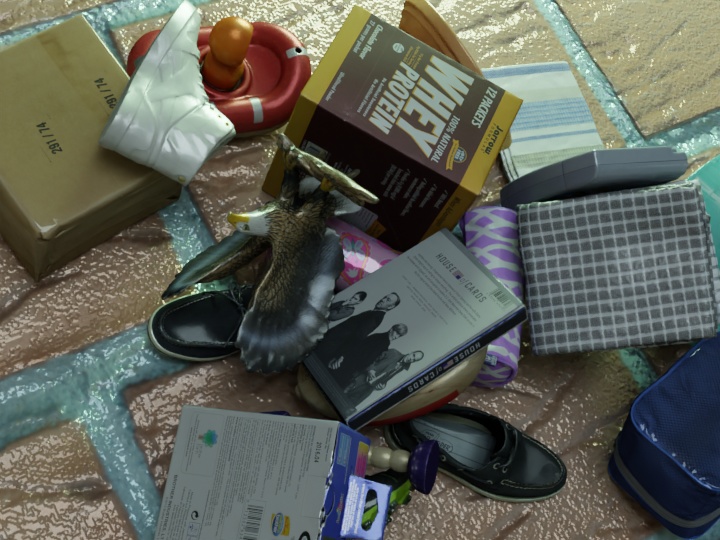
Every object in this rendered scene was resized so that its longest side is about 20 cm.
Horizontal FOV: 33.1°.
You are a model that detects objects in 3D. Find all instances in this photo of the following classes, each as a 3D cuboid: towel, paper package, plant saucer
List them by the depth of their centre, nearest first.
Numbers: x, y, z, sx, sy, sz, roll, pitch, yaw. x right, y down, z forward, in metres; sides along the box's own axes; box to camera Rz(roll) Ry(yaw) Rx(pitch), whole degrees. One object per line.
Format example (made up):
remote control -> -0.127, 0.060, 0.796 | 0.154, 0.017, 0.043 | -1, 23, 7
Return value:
paper package -> -0.303, -0.126, 1.225 | 0.190, 0.104, 0.200 | -33, 78, -30
towel -> 0.265, -0.001, 1.240 | 0.198, 0.086, 0.167 | -8, 85, 16
plant saucer -> 0.099, -0.213, 1.352 | 0.037, 0.200, 0.201 | -33, 76, 0
towel -> 0.220, -0.159, 1.450 | 0.146, 0.024, 0.201 | -11, 70, -24

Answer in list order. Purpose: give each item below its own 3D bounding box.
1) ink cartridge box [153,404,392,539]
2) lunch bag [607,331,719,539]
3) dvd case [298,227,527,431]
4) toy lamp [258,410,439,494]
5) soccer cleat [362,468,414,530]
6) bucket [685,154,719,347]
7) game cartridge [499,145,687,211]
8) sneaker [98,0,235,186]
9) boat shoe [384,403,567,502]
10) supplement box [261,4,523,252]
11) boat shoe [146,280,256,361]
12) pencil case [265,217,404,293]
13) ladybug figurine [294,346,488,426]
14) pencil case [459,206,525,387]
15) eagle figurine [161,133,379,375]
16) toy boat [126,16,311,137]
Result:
ink cartridge box -> -0.074, 0.202, 1.079 | 0.199, 0.076, 0.138 | 2, 72, 28
lunch bag -> 0.363, 0.171, 1.273 | 0.199, 0.133, 0.136 | -33, 63, -26
dvd case -> 0.039, 0.052, 1.164 | 0.199, 0.025, 0.150 | -31, 43, -9
toy lamp -> -0.026, 0.171, 1.155 | 0.198, 0.058, 0.059 | 9, 59, 18
soccer cleat -> -0.028, 0.227, 1.162 | 0.199, 0.068, 0.081 | -28, 67, -26
bucket -> 0.401, -0.025, 1.341 | 0.206, 0.208, 0.135 | -30, 68, -27
game cartridge -> 0.238, -0.093, 1.299 | 0.132, 0.200, 0.041 | -1, 82, -22
sneaker -> -0.172, -0.171, 1.204 | 0.115, 0.074, 0.201 | 29, 54, -16
boat shoe -> 0.126, 0.178, 1.229 | 0.198, 0.066, 0.075 | 24, 62, -4
supplement box -> 0.029, -0.130, 1.275 | 0.199, 0.197, 0.133 | 29, 61, -2
boat shoe -> -0.115, 0.046, 1.223 | 0.198, 0.062, 0.075 | -4, 68, -17
pencil case -> 0.000, 0.000, 1.271 | 0.199, 0.088, 0.088 | 28, 60, -4
ladybug figurine -> 0.033, 0.097, 1.194 | 0.199, 0.072, 0.136 | -15, 42, 8
pencil case -> 0.134, 0.027, 1.300 | 0.085, 0.084, 0.201 | 10, 60, 1
eagle figurine -> -0.085, -0.023, 1.166 | 0.150, 0.201, 0.152 | 22, 15, -20
toy boat -> -0.144, -0.222, 1.300 | 0.199, 0.131, 0.131 | -10, 69, -27
